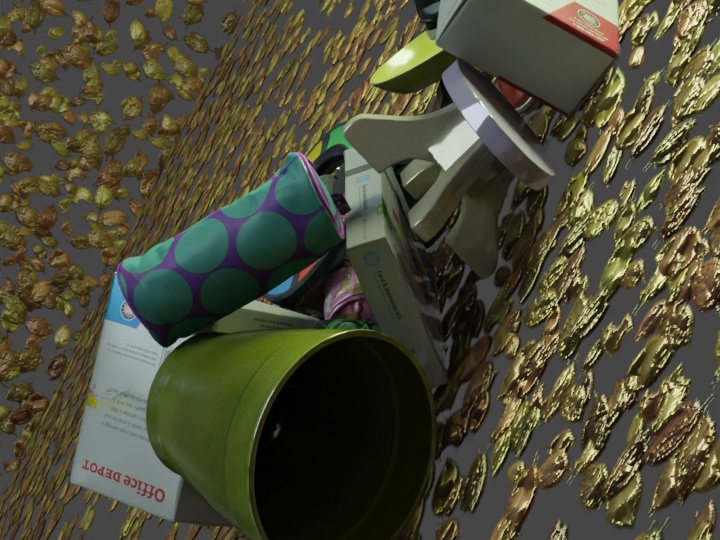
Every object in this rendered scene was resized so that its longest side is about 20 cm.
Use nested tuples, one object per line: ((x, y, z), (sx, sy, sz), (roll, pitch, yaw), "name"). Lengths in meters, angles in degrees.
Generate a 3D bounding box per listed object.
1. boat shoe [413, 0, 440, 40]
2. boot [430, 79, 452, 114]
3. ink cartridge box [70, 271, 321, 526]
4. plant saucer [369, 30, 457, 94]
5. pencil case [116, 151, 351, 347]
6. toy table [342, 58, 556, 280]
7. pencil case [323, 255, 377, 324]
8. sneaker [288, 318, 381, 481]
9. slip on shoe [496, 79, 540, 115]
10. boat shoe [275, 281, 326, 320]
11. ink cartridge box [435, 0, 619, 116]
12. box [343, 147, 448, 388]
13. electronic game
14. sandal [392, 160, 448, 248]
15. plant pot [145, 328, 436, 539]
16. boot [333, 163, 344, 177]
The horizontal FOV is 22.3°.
((0.136, -0.310, 1.842), (0.199, 0.066, 0.075), (-28, 15, 27), "boat shoe")
((0.090, -0.118, 1.805), (0.200, 0.073, 0.076), (-75, 4, -60), "boot")
((-0.152, 0.121, 1.684), (0.147, 0.144, 0.202), (15, 92, 40), "ink cartridge box")
((0.100, -0.238, 1.894), (0.199, 0.031, 0.200), (-33, 12, 8), "plant saucer")
((-0.108, -0.018, 1.548), (0.199, 0.085, 0.093), (-31, 57, 10), "pencil case")
((0.087, -0.094, 1.587), (0.117, 0.184, 0.200), (-42, 2, 11), "toy table")
((0.000, 0.000, 1.810), (0.087, 0.082, 0.201), (-52, 25, 30), "pencil case")
((-0.010, 0.138, 1.615), (0.085, 0.078, 0.202), (-7, 74, 33), "sneaker")
((0.132, -0.238, 1.750), (0.074, 0.061, 0.201), (-38, 58, 48), "slip on shoe")
((-0.053, 0.076, 1.790), (0.059, 0.072, 0.201), (-34, 27, 41), "boat shoe")
((0.153, -0.253, 1.648), (0.083, 0.145, 0.201), (-53, 17, 36), "ink cartridge box")
((0.030, -0.007, 1.640), (0.041, 0.157, 0.200), (-19, 27, 10), "box")
((-0.044, -0.058, 1.809), (0.200, 0.041, 0.201), (-48, 26, 32), "electronic game")
((0.055, -0.085, 1.883), (0.076, 0.043, 0.200), (-59, 15, 11), "sandal")
((-0.074, 0.131, 1.515), (0.192, 0.200, 0.201), (13, 74, 46), "plant pot")
((-0.027, -0.049, 2.044), (0.201, 0.072, 0.182), (-61, 0, -19), "boot")
